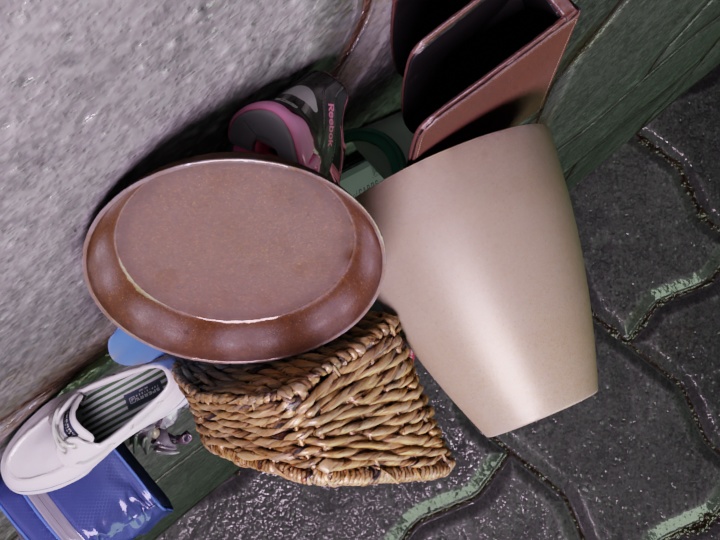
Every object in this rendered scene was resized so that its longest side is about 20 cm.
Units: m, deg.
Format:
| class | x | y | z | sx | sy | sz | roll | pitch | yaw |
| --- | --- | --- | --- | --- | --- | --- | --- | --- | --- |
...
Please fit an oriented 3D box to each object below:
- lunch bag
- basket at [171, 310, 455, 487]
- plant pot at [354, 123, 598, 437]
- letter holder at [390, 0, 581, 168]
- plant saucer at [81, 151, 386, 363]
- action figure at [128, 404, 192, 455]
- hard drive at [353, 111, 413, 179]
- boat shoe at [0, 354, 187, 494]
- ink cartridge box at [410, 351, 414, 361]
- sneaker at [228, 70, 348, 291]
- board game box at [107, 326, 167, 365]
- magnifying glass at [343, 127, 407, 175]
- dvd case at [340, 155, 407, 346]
| class | x | y | z | sx | sy | sz | roll | pitch | yaw |
| --- | --- | --- | --- | --- | --- | --- | --- | --- | --- |
| lunch bag | -0.281 | 0.230 | 1.023 | 0.132 | 0.136 | 0.200 | -39 | 172 | -13 |
| basket | -0.048 | 0.121 | 0.821 | 0.143 | 0.149 | 0.200 | -34 | -157 | -30 |
| plant pot | 0.100 | 0.018 | 0.793 | 0.187 | 0.200 | 0.187 | -22 | 172 | -3 |
| letter holder | 0.065 | -0.149 | 0.771 | 0.142 | 0.101 | 0.200 | -39 | 171 | -3 |
| plant saucer | -0.083 | -0.010 | 0.689 | 0.200 | 0.200 | 0.035 | -47 | -147 | 37 |
| action figure | -0.190 | 0.131 | 1.127 | 0.130 | 0.069 | 0.200 | -59 | 170 | 24 |
| hard drive | 0.095 | -0.108 | 0.989 | 0.200 | 0.132 | 0.026 | -31 | 166 | -50 |
| boat shoe | -0.237 | 0.127 | 0.885 | 0.200 | 0.074 | 0.067 | -34 | 167 | 5 |
| ink cartridge box | -0.048 | 0.099 | 1.017 | 0.083 | 0.200 | 0.146 | -22 | -132 | 44 |
| sneaker | -0.039 | -0.060 | 0.748 | 0.095 | 0.079 | 0.200 | -54 | 161 | -35 |
| board game box | -0.133 | -0.008 | 0.820 | 0.200 | 0.039 | 0.158 | -50 | 165 | 17 |
| magnifying glass | -0.049 | -0.050 | 0.885 | 0.200 | 0.080 | 0.022 | -33 | 172 | 14 |
| dvd case | 0.000 | 0.000 | 0.984 | 0.025 | 0.201 | 0.150 | 0 | -159 | 40 |
